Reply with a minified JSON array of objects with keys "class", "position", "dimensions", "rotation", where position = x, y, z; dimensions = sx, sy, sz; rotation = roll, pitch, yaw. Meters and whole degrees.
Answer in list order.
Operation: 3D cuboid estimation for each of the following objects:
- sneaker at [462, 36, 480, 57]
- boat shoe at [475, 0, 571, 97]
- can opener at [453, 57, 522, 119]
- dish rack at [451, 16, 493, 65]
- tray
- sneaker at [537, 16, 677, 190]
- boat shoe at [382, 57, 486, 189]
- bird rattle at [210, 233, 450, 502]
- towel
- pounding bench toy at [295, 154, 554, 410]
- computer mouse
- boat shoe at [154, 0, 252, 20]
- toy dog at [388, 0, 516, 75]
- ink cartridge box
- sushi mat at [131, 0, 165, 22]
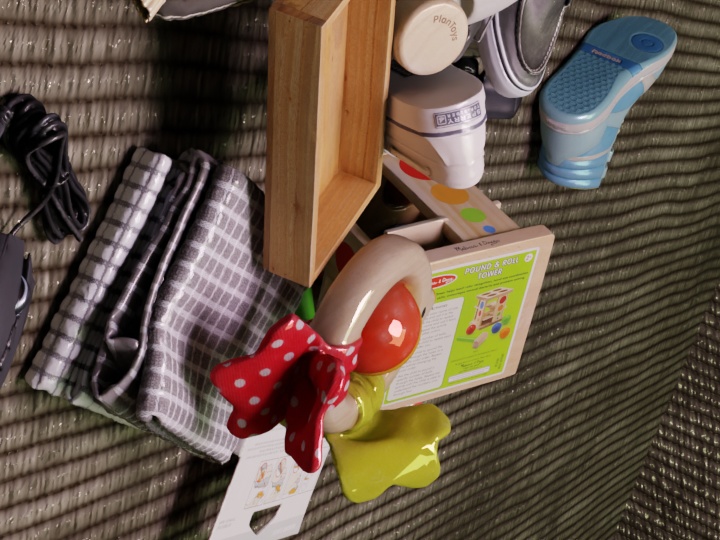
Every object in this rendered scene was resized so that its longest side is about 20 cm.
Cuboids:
[{"class":"sneaker","position":[0.120,-0.238,1.530],"dimensions":[0.200,0.077,0.080],"rotation":[-49,146,-41]},{"class":"boat shoe","position":[0.132,-0.226,1.454],"dimensions":[0.072,0.071,0.201],"rotation":[12,83,-46]},{"class":"can opener","position":[0.077,-0.105,1.593],"dimensions":[0.200,0.078,0.064],"rotation":[101,13,-60]},{"class":"dish rack","position":[0.060,-0.225,1.343],"dimensions":[0.200,0.054,0.154],"rotation":[32,82,-55]},{"class":"tray","position":[-0.019,-0.095,1.147],"dimensions":[0.099,0.037,0.201],"rotation":[-56,159,-39]},{"class":"sneaker","position":[0.231,-0.155,1.932],"dimensions":[0.200,0.079,0.131],"rotation":[-39,147,-36]},{"class":"boat shoe","position":[0.026,-0.105,1.264],"dimensions":[0.072,0.200,0.066],"rotation":[-20,117,-21]},{"class":"bird rattle","position":[-0.013,0.050,1.227],"dimensions":[0.164,0.112,0.200],"rotation":[-62,151,-12]},{"class":"towel","position":[-0.101,0.025,1.220],"dimensions":[0.166,0.085,0.200],"rotation":[-65,162,-6]},{"class":"pounding bench toy","position":[0.000,0.000,1.392],"dimensions":[0.199,0.156,0.125],"rotation":[-14,133,-32]},{"class":"computer mouse","position":[-0.192,0.010,1.008],"dimensions":[0.200,0.046,0.141],"rotation":[-56,161,-26]},{"class":"boat shoe","position":[-0.057,-0.179,1.106],"dimensions":[0.201,0.072,0.061],"rotation":[-40,157,-43]},{"class":"toy dog","position":[0.078,-0.201,1.207],"dimensions":[0.200,0.132,0.097],"rotation":[-37,141,-32]},{"class":"ink cartridge box","position":[-0.066,0.121,1.503],"dimensions":[0.174,0.043,0.200],"rotation":[-67,162,7]},{"class":"sushi mat","position":[-0.077,-0.230,1.024],"dimensions":[0.200,0.012,0.096],"rotation":[-56,131,-27]}]
